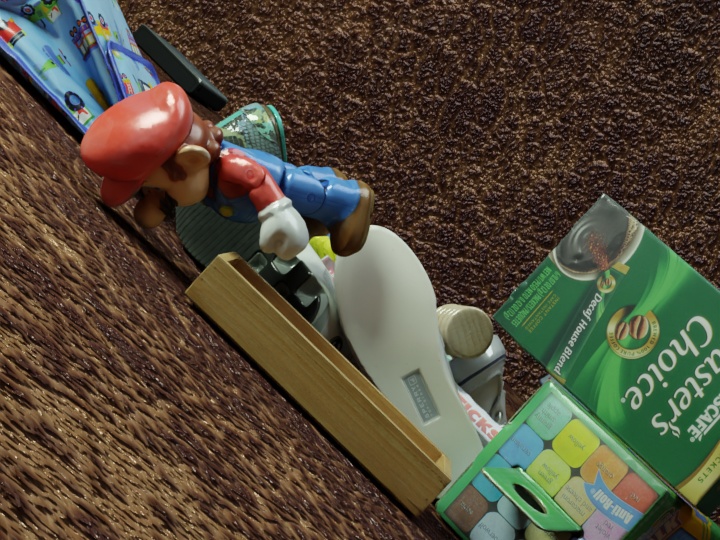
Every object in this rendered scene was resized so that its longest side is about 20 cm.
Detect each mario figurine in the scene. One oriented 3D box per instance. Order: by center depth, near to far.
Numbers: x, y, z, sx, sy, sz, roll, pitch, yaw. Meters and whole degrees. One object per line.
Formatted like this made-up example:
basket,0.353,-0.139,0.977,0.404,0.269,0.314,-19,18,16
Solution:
mario figurine,-0.097,-0.048,1.285,0.198,0.107,0.123,17,-28,-29

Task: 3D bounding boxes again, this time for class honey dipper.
honey dipper,0.049,0.041,1.457,0.038,0.038,0.200,43,-10,-14

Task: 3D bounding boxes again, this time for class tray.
tray,-0.025,0.070,1.237,0.200,0.037,0.099,45,3,0

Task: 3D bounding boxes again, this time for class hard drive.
hard drive,-0.296,-0.332,3.202,0.140,0.033,0.200,44,3,9

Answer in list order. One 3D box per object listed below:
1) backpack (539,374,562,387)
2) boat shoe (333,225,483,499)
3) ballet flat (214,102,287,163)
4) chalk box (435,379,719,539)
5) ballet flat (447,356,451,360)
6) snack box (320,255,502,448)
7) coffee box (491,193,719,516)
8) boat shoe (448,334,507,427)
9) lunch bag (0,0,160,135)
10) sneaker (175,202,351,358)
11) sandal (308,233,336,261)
backpack,0.441,0.255,3.617,0.183,0.147,0.201,41,12,-40
boat shoe,0.032,0.064,1.363,0.201,0.072,0.068,62,-11,-6
ballet flat,-0.080,-0.033,1.502,0.074,0.074,0.202,-132,-154,-60
chalk box,0.146,0.168,1.321,0.125,0.124,0.200,44,3,31
ballet flat,0.060,0.110,1.701,0.200,0.075,0.064,-122,-163,-61
snack box,0.025,0.083,1.431,0.200,0.072,0.024,45,46,12
coffee box,0.199,0.054,1.309,0.200,0.123,0.044,45,3,27
boat shoe,0.083,0.111,1.494,0.066,0.072,0.200,55,-21,14
lunch bag,-0.201,-0.139,1.492,0.201,0.094,0.151,56,3,5
sneaker,-0.068,-0.005,1.400,0.088,0.074,0.201,39,16,-52
sandal,0.000,0.000,1.553,0.200,0.086,0.080,-162,-124,-77
